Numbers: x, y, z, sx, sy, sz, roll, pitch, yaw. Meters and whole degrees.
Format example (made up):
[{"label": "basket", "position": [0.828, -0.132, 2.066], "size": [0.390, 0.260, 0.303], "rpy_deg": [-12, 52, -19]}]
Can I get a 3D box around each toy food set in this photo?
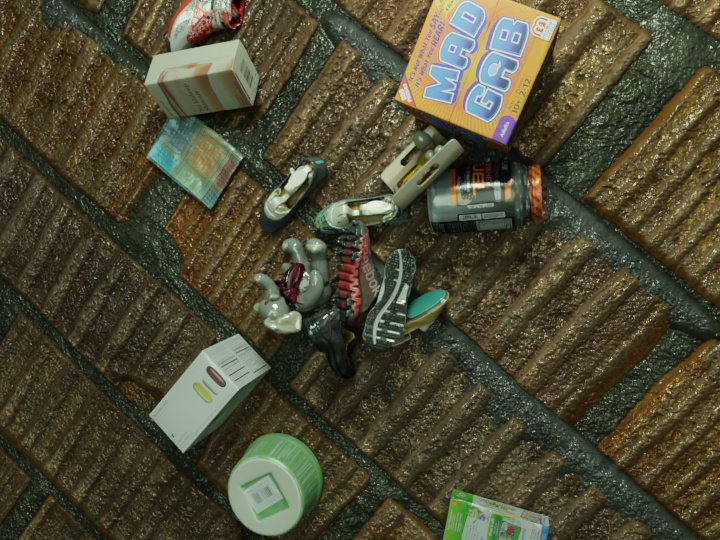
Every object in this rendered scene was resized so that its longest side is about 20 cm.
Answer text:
[{"label": "toy food set", "position": [0.100, -0.196, 1.038], "size": [0.143, 0.200, 0.060], "rpy_deg": [-44, 106, 12]}]

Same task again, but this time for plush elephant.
[{"label": "plush elephant", "position": [-0.146, 0.044, 1.145], "size": [0.154, 0.164, 0.202], "rpy_deg": [-23, 111, -26]}]

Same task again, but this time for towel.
[{"label": "towel", "position": [-0.362, -0.249, 1.250], "size": [0.199, 0.022, 0.147], "rpy_deg": [39, 105, 8]}]

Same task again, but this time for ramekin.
[{"label": "ramekin", "position": [-0.189, 0.468, 1.243], "size": [0.198, 0.098, 0.203], "rpy_deg": [2, 97, 15]}]

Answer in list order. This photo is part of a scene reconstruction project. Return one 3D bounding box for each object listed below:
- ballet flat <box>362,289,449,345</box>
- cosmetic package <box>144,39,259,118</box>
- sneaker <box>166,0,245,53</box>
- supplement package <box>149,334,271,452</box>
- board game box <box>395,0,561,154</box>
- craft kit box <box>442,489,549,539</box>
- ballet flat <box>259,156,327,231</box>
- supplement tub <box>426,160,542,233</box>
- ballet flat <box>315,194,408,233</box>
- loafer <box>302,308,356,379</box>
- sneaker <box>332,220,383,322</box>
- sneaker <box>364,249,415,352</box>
[{"label": "ballet flat", "position": [0.099, 0.103, 1.149], "size": [0.199, 0.069, 0.063], "rpy_deg": [-27, 117, 19]}, {"label": "cosmetic package", "position": [-0.320, -0.386, 1.168], "size": [0.198, 0.104, 0.088], "rpy_deg": [-4, 60, 17]}, {"label": "sneaker", "position": [-0.315, -0.512, 1.183], "size": [0.108, 0.067, 0.202], "rpy_deg": [36, 102, 11]}, {"label": "supplement package", "position": [-0.318, 0.257, 1.225], "size": [0.111, 0.156, 0.200], "rpy_deg": [43, 106, 7]}, {"label": "board game box", "position": [0.203, -0.338, 0.988], "size": [0.198, 0.200, 0.202], "rpy_deg": [25, 102, 11]}, {"label": "craft kit box", "position": [0.262, 0.568, 1.158], "size": [0.195, 0.048, 0.202], "rpy_deg": [11, 99, 12]}, {"label": "ballet flat", "position": [-0.150, -0.157, 1.177], "size": [0.200, 0.073, 0.073], "rpy_deg": [-43, 84, 16]}, {"label": "supplement tub", "position": [0.226, -0.134, 1.046], "size": [0.198, 0.122, 0.124], "rpy_deg": [-4, 95, 15]}, {"label": "ballet flat", "position": [-0.005, -0.117, 1.139], "size": [0.198, 0.074, 0.075], "rpy_deg": [-9, 94, 15]}, {"label": "loafer", "position": [-0.041, 0.149, 1.138], "size": [0.072, 0.201, 0.073], "rpy_deg": [-30, 49, -1]}, {"label": "sneaker", "position": [0.000, 0.000, 1.140], "size": [0.070, 0.097, 0.203], "rpy_deg": [16, 106, 48]}, {"label": "sneaker", "position": [0.064, 0.064, 1.114], "size": [0.073, 0.080, 0.202], "rpy_deg": [19, 81, 9]}]
